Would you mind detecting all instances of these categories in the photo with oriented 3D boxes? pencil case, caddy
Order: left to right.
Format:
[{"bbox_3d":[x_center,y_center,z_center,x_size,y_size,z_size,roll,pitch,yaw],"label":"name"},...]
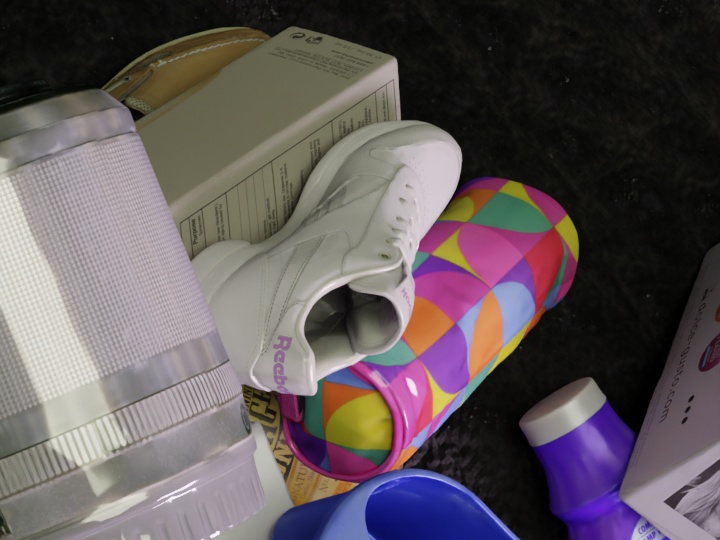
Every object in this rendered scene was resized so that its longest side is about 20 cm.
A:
[{"bbox_3d":[0.033,0.026,1.234,0.088,0.088,0.200,56,41,-6],"label":"pencil case"},{"bbox_3d":[0.033,0.181,1.119,0.200,0.105,0.142,45,53,-25],"label":"caddy"}]

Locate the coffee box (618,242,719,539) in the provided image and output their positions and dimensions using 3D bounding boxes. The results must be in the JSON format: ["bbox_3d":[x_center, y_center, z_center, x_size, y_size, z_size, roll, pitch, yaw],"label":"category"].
[{"bbox_3d":[0.291,0.069,1.277,0.200,0.198,0.200,39,45,-13],"label":"coffee box"}]

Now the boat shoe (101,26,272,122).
[{"bbox_3d":[-0.110,-0.066,1.225,0.200,0.076,0.072,-35,94,-25],"label":"boat shoe"}]

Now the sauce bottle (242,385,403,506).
[{"bbox_3d":[-0.077,0.075,1.225,0.200,0.066,0.066,21,74,-18],"label":"sauce bottle"}]

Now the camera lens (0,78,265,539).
[{"bbox_3d":[-0.142,0.032,1.024,0.160,0.160,0.200,-23,91,-24],"label":"camera lens"}]

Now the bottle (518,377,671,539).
[{"bbox_3d":[0.156,0.152,1.311,0.083,0.065,0.200,-34,96,-23],"label":"bottle"}]

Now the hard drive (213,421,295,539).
[{"bbox_3d":[-0.112,0.169,1.132,0.200,0.027,0.132,-24,96,-21],"label":"hard drive"}]

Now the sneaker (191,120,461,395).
[{"bbox_3d":[0.000,0.000,1.142,0.200,0.099,0.075,-42,137,-39],"label":"sneaker"}]

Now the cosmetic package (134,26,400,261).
[{"bbox_3d":[-0.065,-0.030,1.188,0.200,0.071,0.105,-35,134,-43],"label":"cosmetic package"}]
